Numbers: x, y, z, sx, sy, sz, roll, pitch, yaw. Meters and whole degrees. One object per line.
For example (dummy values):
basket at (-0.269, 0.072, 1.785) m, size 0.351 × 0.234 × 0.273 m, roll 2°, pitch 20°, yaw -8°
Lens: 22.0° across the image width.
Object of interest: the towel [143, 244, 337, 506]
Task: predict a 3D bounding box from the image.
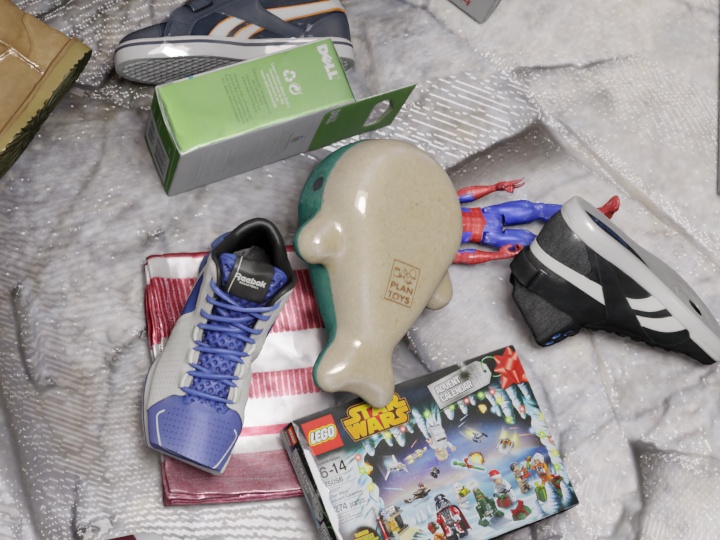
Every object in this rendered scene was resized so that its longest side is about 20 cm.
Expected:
towel at (-0.090, 0.079, 1.439) m, size 0.143 × 0.023 × 0.201 m, roll -4°, pitch 74°, yaw -13°

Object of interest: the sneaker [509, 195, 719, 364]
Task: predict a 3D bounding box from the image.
sneaker at (0.197, 0.033, 1.492) m, size 0.200 × 0.073 × 0.112 m, roll 39°, pitch 111°, yaw -25°

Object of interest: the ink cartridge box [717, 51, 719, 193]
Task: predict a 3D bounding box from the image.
ink cartridge box at (0.361, -0.171, 1.538) m, size 0.082 × 0.146 × 0.201 m, roll 8°, pitch 73°, yaw -11°

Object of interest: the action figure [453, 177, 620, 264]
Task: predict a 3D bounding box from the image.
action figure at (0.113, -0.037, 1.502) m, size 0.199 × 0.052 × 0.066 m, roll 0°, pitch 77°, yaw -9°

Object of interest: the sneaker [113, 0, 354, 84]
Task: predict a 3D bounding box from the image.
sneaker at (-0.105, -0.195, 1.489) m, size 0.199 × 0.078 × 0.080 m, roll -4°, pitch 79°, yaw -24°

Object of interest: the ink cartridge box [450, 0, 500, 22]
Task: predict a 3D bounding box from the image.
ink cartridge box at (0.060, -0.315, 1.521) m, size 0.200 × 0.144 × 0.084 m, roll 38°, pitch 70°, yaw 1°

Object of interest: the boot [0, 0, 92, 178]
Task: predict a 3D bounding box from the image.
boot at (-0.334, -0.167, 1.444) m, size 0.200 × 0.066 × 0.175 m, roll 33°, pitch 58°, yaw -1°

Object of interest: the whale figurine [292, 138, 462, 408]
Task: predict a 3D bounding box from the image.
whale figurine at (0.000, 0.000, 1.411) m, size 0.159 × 0.103 × 0.201 m, roll 19°, pitch 78°, yaw -41°

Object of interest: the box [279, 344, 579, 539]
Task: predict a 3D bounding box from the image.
box at (0.054, 0.152, 1.425) m, size 0.199 × 0.040 × 0.137 m, roll -18°, pitch 78°, yaw -23°

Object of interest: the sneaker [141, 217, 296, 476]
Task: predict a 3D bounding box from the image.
sneaker at (-0.103, 0.041, 1.375) m, size 0.080 × 0.115 × 0.200 m, roll 19°, pitch 68°, yaw -6°

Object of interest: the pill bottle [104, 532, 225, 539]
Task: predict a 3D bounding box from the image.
pill bottle at (-0.187, 0.250, 1.320) m, size 0.199 × 0.113 × 0.114 m, roll -10°, pitch 76°, yaw -15°

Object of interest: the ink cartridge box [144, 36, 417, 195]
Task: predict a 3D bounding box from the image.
ink cartridge box at (-0.065, -0.128, 1.462) m, size 0.199 × 0.104 × 0.060 m, roll -18°, pitch 79°, yaw -16°
